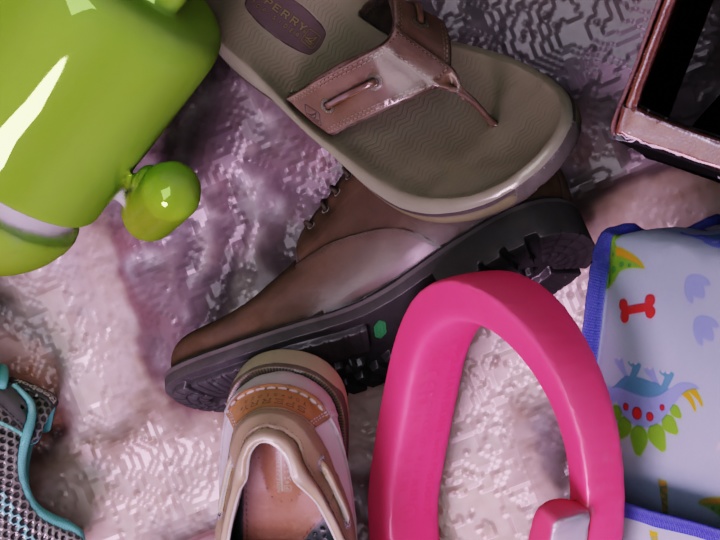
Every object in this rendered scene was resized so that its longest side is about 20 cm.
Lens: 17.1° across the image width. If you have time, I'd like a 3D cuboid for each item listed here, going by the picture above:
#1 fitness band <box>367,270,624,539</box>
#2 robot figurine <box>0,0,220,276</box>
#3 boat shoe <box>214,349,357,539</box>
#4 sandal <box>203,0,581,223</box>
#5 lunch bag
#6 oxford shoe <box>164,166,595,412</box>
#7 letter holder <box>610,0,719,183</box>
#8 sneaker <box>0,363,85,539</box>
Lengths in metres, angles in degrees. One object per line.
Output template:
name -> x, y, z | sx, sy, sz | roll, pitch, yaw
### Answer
fitness band -> 0.052, 0.096, 0.975 | 0.037, 0.144, 0.201 | -8, 128, -25
robot figurine -> -0.139, -0.083, 1.023 | 0.175, 0.116, 0.200 | 37, 107, -9
boat shoe -> -0.032, 0.138, 1.009 | 0.074, 0.068, 0.201 | -4, 113, 10
sandal -> 0.002, -0.084, 1.001 | 0.200, 0.057, 0.080 | 31, 79, 30
lunch bag -> 0.174, 0.089, 0.950 | 0.169, 0.127, 0.202 | 14, 104, 39
oxford shoe -> 0.000, 0.000, 1.038 | 0.199, 0.073, 0.085 | -26, 64, 12
letter holder -> 0.173, -0.099, 0.929 | 0.100, 0.200, 0.143 | 19, 94, 9
sneaker -> -0.182, 0.061, 1.071 | 0.091, 0.078, 0.201 | -20, 91, -6
